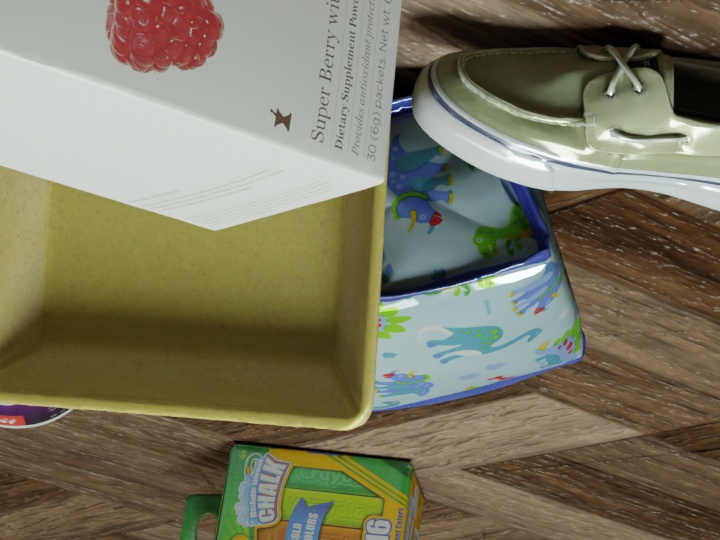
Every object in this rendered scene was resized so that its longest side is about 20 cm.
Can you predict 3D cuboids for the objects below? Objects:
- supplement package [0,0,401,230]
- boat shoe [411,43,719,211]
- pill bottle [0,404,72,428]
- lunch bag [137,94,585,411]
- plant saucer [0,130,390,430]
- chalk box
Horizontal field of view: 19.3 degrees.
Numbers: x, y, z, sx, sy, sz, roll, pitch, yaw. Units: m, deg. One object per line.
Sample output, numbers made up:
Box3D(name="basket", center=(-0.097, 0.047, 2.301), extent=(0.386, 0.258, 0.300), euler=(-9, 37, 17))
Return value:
Box3D(name="supplement package", center=(-0.096, -0.104, 0.818), extent=(0.199, 0.122, 0.120), euler=(16, 162, -36))
Box3D(name="boat shoe", center=(0.124, -0.075, 0.960), extent=(0.199, 0.072, 0.062), euler=(9, 137, -12))
Box3D(name="pill bottle", center=(-0.214, 0.031, 1.307), extent=(0.112, 0.113, 0.200), euler=(9, 161, 0))
Box3D(name="lunch bag", center=(0.000, 0.000, 1.069), extent=(0.199, 0.128, 0.170), euler=(-18, 156, 6))
Box3D(name="plant saucer", center=(-0.080, -0.035, 0.969), extent=(0.199, 0.201, 0.048), euler=(4, 180, 14))
Box3D(name="chalk box", center=(-0.055, 0.222, 1.765), extent=(0.199, 0.125, 0.124), euler=(4, 161, 8))
